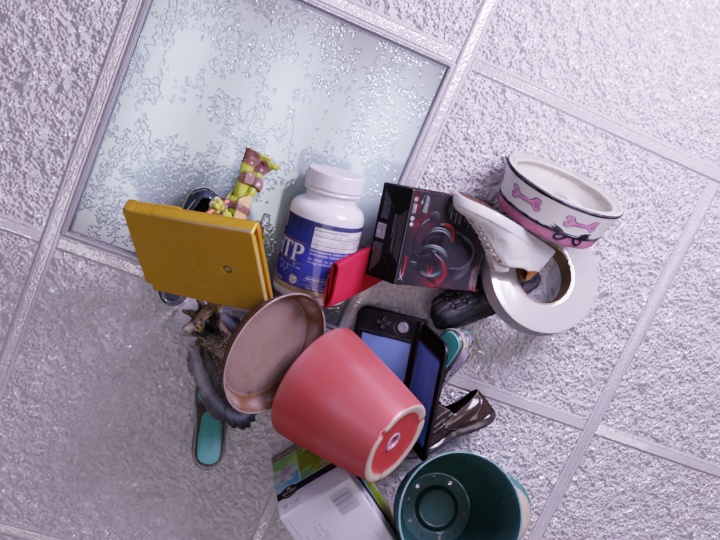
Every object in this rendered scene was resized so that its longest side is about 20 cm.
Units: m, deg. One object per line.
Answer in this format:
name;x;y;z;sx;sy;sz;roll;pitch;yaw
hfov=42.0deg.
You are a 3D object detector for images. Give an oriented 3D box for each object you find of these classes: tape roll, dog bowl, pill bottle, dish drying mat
tape roll;0.295;0.006;1.538;0.202;0.037;0.203;4;77;-18
dog bowl;0.307;-0.107;1.475;0.200;0.200;0.074;18;115;-15
pill bottle;-0.059;-0.057;1.456;0.119;0.120;0.201;10;104;-13
dish drying mat;0.000;0.000;1.458;0.018;0.200;0.077;18;111;22

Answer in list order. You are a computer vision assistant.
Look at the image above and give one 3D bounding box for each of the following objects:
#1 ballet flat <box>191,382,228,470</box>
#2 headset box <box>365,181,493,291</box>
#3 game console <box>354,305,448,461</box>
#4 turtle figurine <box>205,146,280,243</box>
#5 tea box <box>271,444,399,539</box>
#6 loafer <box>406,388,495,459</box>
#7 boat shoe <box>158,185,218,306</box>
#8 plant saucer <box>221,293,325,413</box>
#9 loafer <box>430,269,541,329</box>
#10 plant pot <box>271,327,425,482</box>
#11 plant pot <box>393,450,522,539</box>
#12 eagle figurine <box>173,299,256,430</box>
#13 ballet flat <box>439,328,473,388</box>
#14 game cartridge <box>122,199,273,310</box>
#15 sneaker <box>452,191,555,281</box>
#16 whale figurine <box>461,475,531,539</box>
ballet flat;-0.243;0.224;1.532;0.067;0.064;0.201;11;76;-13
headset box;0.118;-0.050;1.475;0.200;0.075;0.149;7;99;-40
game console;0.052;0.179;1.519;0.175;0.116;0.201;13;105;13
turtle figurine;-0.180;-0.098;1.432;0.064;0.200;0.162;21;83;28
tea box;-0.038;0.397;1.555;0.133;0.197;0.200;-31;111;0
loafer;0.133;0.260;1.618;0.200;0.073;0.072;-23;104;-12
boat shoe;-0.266;-0.032;1.455;0.075;0.062;0.200;23;101;-16
plant saucer;-0.135;0.119;1.400;0.200;0.034;0.201;-30;135;-37
loafer;0.208;0.045;1.571;0.200;0.068;0.070;-21;148;-13
plant pot;-0.010;0.218;1.451;0.200;0.177;0.201;-37;146;-31
plant pot;0.143;0.396;1.530;0.200;0.161;0.201;2;80;-10
eagle figurine;-0.203;0.132;1.478;0.151;0.151;0.200;-19;125;17
ballet flat;0.128;0.174;1.583;0.072;0.072;0.200;26;120;-17
game cartridge;-0.232;-0.020;1.361;0.199;0.032;0.177;12;140;14
sneaker;0.209;-0.045;1.446;0.200;0.073;0.085;31;100;-24
whale figurine;0.205;0.421;1.674;0.199;0.104;0.160;-7;110;17
